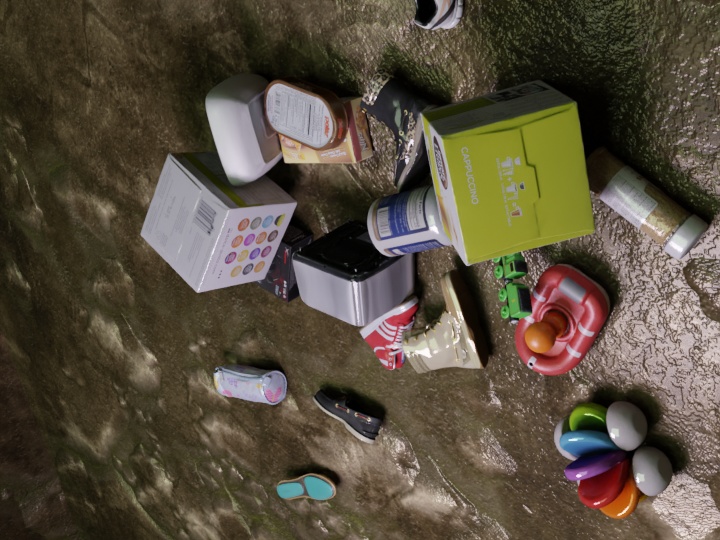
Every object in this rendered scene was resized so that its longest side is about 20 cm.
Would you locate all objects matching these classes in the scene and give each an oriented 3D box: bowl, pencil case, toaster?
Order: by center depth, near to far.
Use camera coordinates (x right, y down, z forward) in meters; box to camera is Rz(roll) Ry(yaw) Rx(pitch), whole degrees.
[{"bbox_3d":[0.000,0.000,1.810,0.200,0.181,0.119,20,129,37],"label":"toaster"},{"bbox_3d":[-0.210,-0.279,1.850,0.074,0.200,0.200,-4,114,23],"label":"bowl"},{"bbox_3d":[-0.270,0.272,2.305,0.200,0.083,0.091,5,138,42],"label":"pencil case"}]

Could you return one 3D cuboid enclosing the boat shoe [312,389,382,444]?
[{"bbox_3d":[-0.028,0.313,2.112,0.201,0.074,0.063,28,95,43],"label":"boat shoe"}]

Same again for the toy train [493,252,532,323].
[{"bbox_3d":[0.253,-0.011,1.591,0.056,0.042,0.201,-34,56,55],"label":"toy train"}]

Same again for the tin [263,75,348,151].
[{"bbox_3d":[-0.106,-0.292,1.765,0.200,0.042,0.112,27,128,35],"label":"tin"}]

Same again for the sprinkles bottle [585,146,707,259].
[{"bbox_3d":[0.419,-0.102,1.416,0.200,0.068,0.068,42,136,19],"label":"sprinkles bottle"}]

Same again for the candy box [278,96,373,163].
[{"bbox_3d":[-0.074,-0.268,1.813,0.200,0.055,0.116,6,116,43],"label":"candy box"}]

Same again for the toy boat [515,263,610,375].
[{"bbox_3d":[0.320,0.096,1.583,0.130,0.131,0.200,38,135,23],"label":"toy boat"}]

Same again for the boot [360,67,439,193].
[{"bbox_3d":[0.066,-0.249,1.677,0.151,0.073,0.200,46,148,23],"label":"boot"}]

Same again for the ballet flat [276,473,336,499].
[{"bbox_3d":[-0.123,0.526,2.330,0.200,0.063,0.069,-11,97,40],"label":"ballet flat"}]

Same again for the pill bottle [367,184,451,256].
[{"bbox_3d":[0.120,-0.093,1.667,0.200,0.111,0.111,-11,105,38],"label":"pill bottle"}]

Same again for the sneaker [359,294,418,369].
[{"bbox_3d":[0.080,0.127,1.885,0.113,0.071,0.200,58,147,7],"label":"sneaker"}]

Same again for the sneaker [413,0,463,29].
[{"bbox_3d":[0.121,-0.475,1.483,0.074,0.080,0.201,19,124,38],"label":"sneaker"}]

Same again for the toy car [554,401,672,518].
[{"bbox_3d":[0.413,0.329,1.615,0.175,0.150,0.200,-26,94,49],"label":"toy car"}]

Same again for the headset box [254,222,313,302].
[{"bbox_3d":[-0.203,-0.045,2.058,0.200,0.077,0.149,29,131,28],"label":"headset box"}]

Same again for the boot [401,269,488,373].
[{"bbox_3d":[0.143,0.101,1.781,0.155,0.073,0.200,-10,113,29],"label":"boot"}]

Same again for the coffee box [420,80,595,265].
[{"bbox_3d":[0.216,-0.151,1.419,0.198,0.199,0.200,-105,1,-70],"label":"coffee box"}]

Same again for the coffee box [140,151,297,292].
[{"bbox_3d":[-0.287,-0.105,1.916,0.200,0.198,0.200,40,119,26],"label":"coffee box"}]
